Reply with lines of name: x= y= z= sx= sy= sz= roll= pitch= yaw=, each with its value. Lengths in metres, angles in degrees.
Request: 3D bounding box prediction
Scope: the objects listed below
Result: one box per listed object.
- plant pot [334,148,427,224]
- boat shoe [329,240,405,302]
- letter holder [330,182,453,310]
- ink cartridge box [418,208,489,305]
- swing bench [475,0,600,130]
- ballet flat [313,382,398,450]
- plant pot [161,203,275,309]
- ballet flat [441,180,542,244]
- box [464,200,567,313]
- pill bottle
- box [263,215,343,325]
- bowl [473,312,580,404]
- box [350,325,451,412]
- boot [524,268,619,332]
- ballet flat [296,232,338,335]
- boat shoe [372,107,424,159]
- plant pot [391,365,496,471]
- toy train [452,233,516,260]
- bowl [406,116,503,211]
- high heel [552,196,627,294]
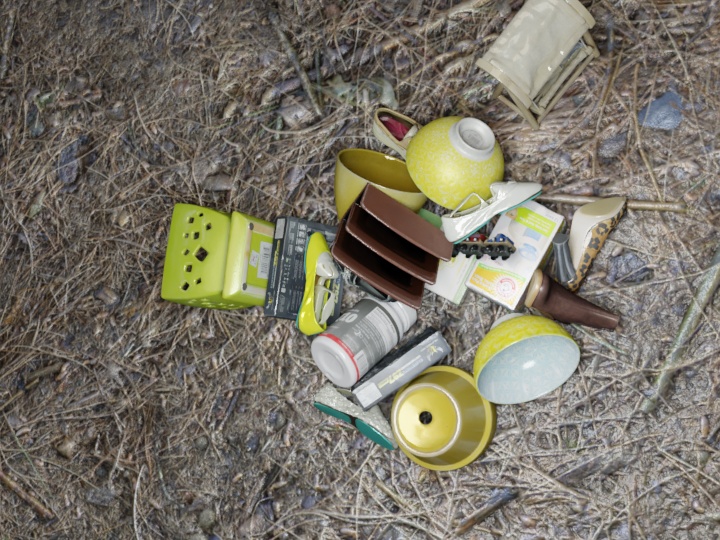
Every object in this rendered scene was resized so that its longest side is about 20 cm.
plant pot: x=0.029 y=-0.136 z=1.699 sx=0.199 sy=0.200 sz=0.143 roll=28 pitch=117 yaw=19
boat shoe: x=-0.001 y=0.003 z=1.642 sx=0.199 sy=0.068 sz=0.074 roll=41 pitch=122 yaw=29
letter holder: x=0.059 y=-0.040 z=1.564 sx=0.199 sy=0.143 sz=0.101 roll=32 pitch=125 yaw=-11
ink cartridge box: x=0.145 y=-0.039 z=1.708 sx=0.199 sy=0.048 sz=0.146 roll=27 pitch=92 yaw=17
swing bench: x=0.339 y=-0.404 z=1.616 sx=0.130 sy=0.200 sz=0.199 roll=40 pitch=95 yaw=18
ballet flat: x=-0.002 y=0.282 z=1.701 sx=0.199 sy=0.072 sz=0.072 roll=27 pitch=91 yaw=18
plant pot: x=-0.264 y=-0.022 z=1.736 sx=0.180 sy=0.199 sz=0.202 roll=3 pitch=83 yaw=30
ballet flat: x=0.236 y=-0.123 z=1.564 sx=0.199 sy=0.069 sz=0.070 roll=-31 pitch=75 yaw=9
box: x=0.298 y=-0.029 z=1.628 sx=0.112 sy=0.101 sz=0.201 roll=30 pitch=92 yaw=20
pill bottle: x=0.010 y=0.122 z=1.648 sx=0.114 sy=0.114 sz=0.200 roll=39 pitch=56 yaw=18
box: x=-0.106 y=0.003 z=1.718 sx=0.051 sy=0.157 sz=0.202 roll=0 pitch=81 yaw=53
bowl: x=0.292 y=0.144 z=1.580 sx=0.199 sy=0.200 sz=0.108 roll=-28 pitch=47 yaw=12
box: x=0.074 y=0.183 z=1.622 sx=0.199 sy=0.158 sz=0.051 roll=-34 pitch=91 yaw=-1
boot: x=0.385 y=0.058 z=1.538 sx=0.165 sy=0.200 sz=0.073 roll=16 pitch=82 yaw=16
ballet flat: x=-0.076 y=0.027 z=1.656 sx=0.067 sy=0.067 sz=0.202 roll=4 pitch=83 yaw=36
boat shoe: x=0.105 y=-0.265 z=1.734 sx=0.199 sy=0.066 sz=0.074 roll=30 pitch=73 yaw=19
plant pot: x=0.142 y=0.274 z=1.590 sx=0.199 sy=0.189 sz=0.203 roll=-3 pitch=80 yaw=17
toy train: x=0.215 y=-0.047 z=1.596 sx=0.199 sy=0.034 sz=0.046 roll=5 pitch=61 yaw=53
bowl: x=0.197 y=-0.224 z=1.624 sx=0.198 sy=0.108 sz=0.202 roll=11 pitch=57 yaw=-16
high heel: x=0.440 y=-0.047 z=1.623 sx=0.199 sy=0.143 sz=0.071 roll=-34 pitch=39 yaw=-21
